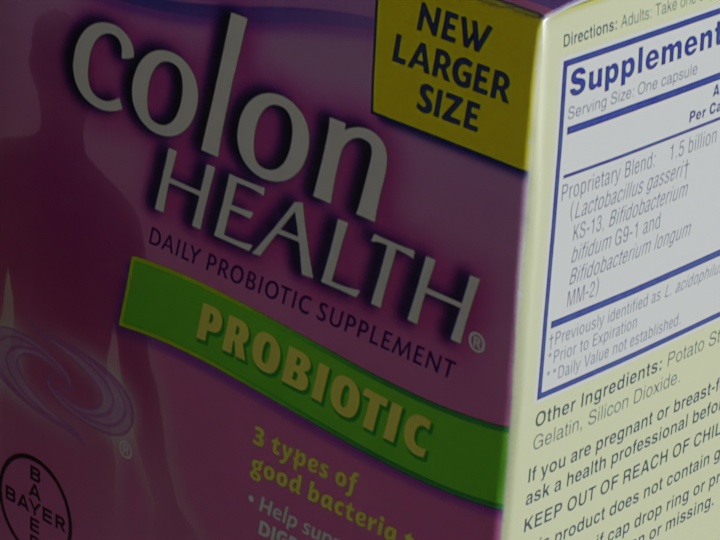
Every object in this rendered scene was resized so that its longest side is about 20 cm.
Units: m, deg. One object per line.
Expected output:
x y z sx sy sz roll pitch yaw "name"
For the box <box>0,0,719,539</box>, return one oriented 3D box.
0.000 0.000 0.684 0.097 0.176 0.201 -20 124 -43 "box"
